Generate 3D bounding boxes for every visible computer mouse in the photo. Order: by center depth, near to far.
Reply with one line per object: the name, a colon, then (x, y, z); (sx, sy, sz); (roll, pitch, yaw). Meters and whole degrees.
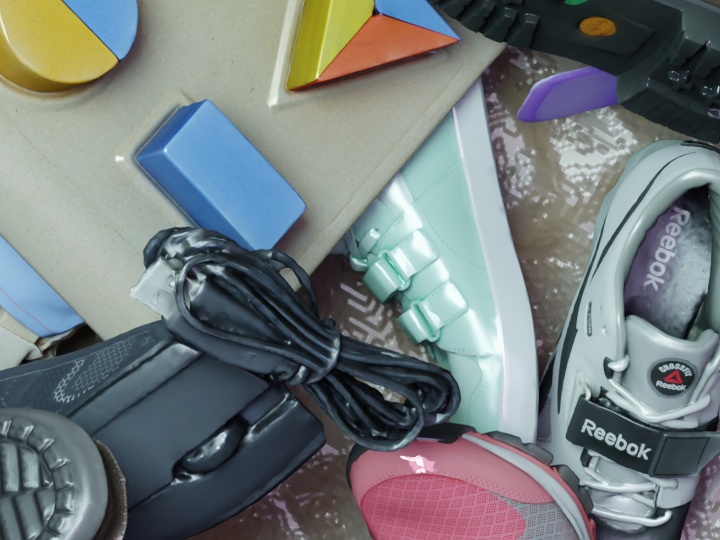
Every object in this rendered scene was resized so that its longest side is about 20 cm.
computer mouse: (-0.077, 0.060, 0.966); (0.138, 0.199, 0.053); (31, 50, -36)

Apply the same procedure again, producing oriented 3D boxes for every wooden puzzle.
wooden puzzle: (-0.056, -0.085, 0.985); (0.185, 0.046, 0.200); (46, 74, -16)

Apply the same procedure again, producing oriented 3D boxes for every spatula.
spatula: (0.159, -0.070, 1.080); (0.198, 0.057, 0.021); (1, 73, -10)

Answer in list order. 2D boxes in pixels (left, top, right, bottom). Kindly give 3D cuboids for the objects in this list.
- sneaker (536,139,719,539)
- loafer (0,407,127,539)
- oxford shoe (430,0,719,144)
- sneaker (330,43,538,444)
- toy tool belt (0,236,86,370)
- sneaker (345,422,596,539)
sneaker: (0.104, 0.047, 1.063); (0.073, 0.089, 0.202); (11, 92, -2)
loafer: (-0.140, 0.107, 0.962); (0.200, 0.071, 0.074); (-33, 59, 38)
oxford shoe: (0.077, -0.124, 1.004); (0.199, 0.073, 0.085); (28, 59, -22)
sneaker: (0.000, 0.000, 1.066); (0.117, 0.074, 0.202); (-11, 81, -7)
toy tool belt: (-0.152, 0.002, 1.054); (0.122, 0.125, 0.200); (-31, 107, 19)
sneaker: (0.063, 0.139, 1.024); (0.073, 0.087, 0.200); (-23, 119, 31)
